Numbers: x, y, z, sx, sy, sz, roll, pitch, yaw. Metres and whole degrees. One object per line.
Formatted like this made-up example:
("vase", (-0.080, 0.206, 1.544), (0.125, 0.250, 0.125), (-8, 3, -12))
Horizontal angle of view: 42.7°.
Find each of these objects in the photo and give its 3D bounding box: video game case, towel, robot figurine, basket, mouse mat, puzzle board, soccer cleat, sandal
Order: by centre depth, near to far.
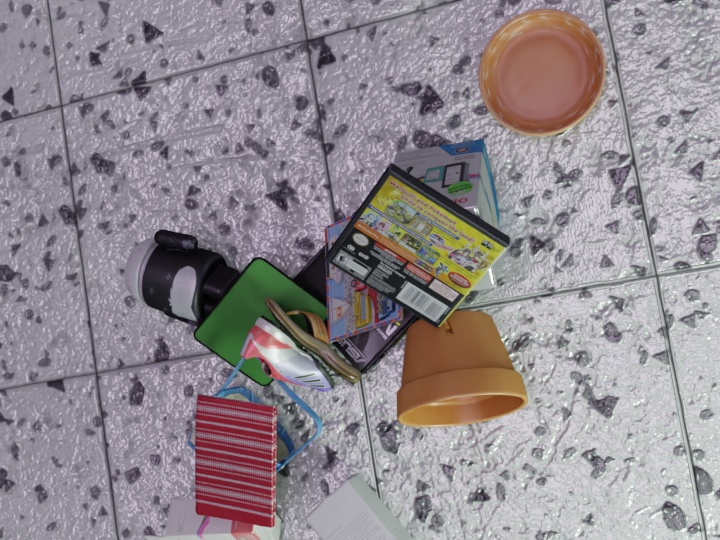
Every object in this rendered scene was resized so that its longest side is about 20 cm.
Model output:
("video game case", (0.078, -0.030, 1.297), (0.199, 0.026, 0.181), (31, 124, -9))
("towel", (-0.195, 0.299, 1.445), (0.143, 0.022, 0.202), (5, 98, 20))
("puzzle board", (0.000, 0.000, 1.446), (0.150, 0.017, 0.202), (-20, 62, 36))
("soccer cleat", (-0.116, 0.152, 1.482), (0.068, 0.200, 0.073), (26, 74, 47))
("sandal", (-0.071, 0.104, 1.486), (0.200, 0.080, 0.054), (39, 80, -4))
("basket", (-0.175, 0.259, 1.518), (0.176, 0.139, 0.200), (45, 108, 13))
("mouse mat", (-0.164, 0.088, 1.527), (0.161, 0.008, 0.200), (37, 112, -13))
("robot figurine", (-0.305, 0.014, 1.578), (0.198, 0.125, 0.152), (15, 89, 16))

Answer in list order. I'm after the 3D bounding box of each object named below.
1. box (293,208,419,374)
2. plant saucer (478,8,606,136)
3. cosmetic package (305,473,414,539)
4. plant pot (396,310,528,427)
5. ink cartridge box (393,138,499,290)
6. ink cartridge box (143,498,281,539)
("box", (0.005, 0.034, 1.524), (0.193, 0.047, 0.200), (-45, 77, 10))
("plant saucer", (0.288, -0.311, 1.463), (0.198, 0.037, 0.202), (-1, 88, 17))
("cosmetic package", (0.017, 0.441, 1.489), (0.101, 0.071, 0.200), (-44, 77, 10))
("plant pot", (0.148, 0.149, 1.414), (0.198, 0.200, 0.141), (-12, 68, 15))
("ink cartridge box", (0.126, -0.079, 1.392), (0.145, 0.201, 0.147), (-8, 124, 15))
("ink cartridge box", (-0.246, 0.430, 1.536), (0.198, 0.117, 0.068), (-7, 53, 15))
